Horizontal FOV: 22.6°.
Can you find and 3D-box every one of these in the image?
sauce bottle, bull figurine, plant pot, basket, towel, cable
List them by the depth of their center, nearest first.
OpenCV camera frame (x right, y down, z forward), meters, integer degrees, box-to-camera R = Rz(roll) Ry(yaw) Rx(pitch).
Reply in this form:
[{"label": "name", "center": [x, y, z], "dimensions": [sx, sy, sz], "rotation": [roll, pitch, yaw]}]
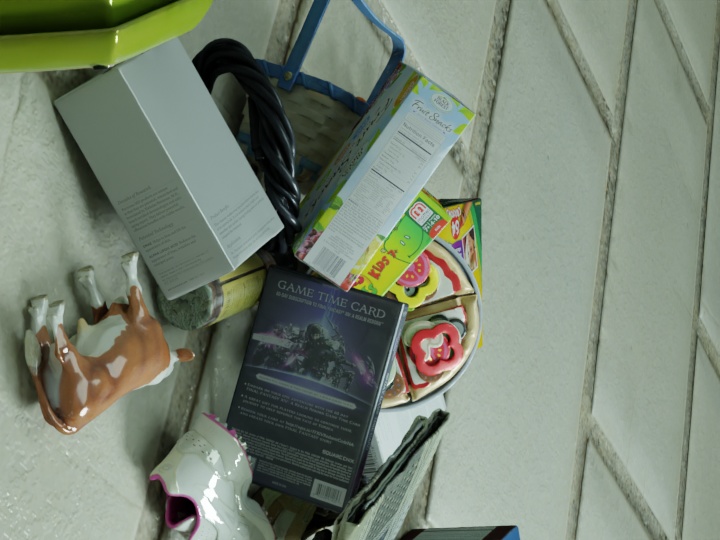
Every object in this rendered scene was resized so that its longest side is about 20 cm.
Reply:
[{"label": "plant pot", "center": [-0.228, -0.253, 1.377], "dimensions": [0.200, 0.199, 0.182], "rotation": [-41, 127, -61]}, {"label": "bull figurine", "center": [-0.209, 0.060, 1.488], "dimensions": [0.200, 0.065, 0.122], "rotation": [-45, 120, -62]}, {"label": "cable", "center": [-0.111, -0.111, 1.639], "dimensions": [0.051, 0.163, 0.200], "rotation": [-17, 112, -29]}, {"label": "towel", "center": [0.004, 0.233, 1.660], "dimensions": [0.193, 0.035, 0.200], "rotation": [-43, 161, -47]}, {"label": "sauce bottle", "center": [-0.118, 0.009, 1.694], "dimensions": [0.200, 0.065, 0.065], "rotation": [-20, 102, -64]}, {"label": "basket", "center": [-0.033, -0.176, 1.812], "dimensions": [0.200, 0.139, 0.176], "rotation": [-60, 148, -4]}]

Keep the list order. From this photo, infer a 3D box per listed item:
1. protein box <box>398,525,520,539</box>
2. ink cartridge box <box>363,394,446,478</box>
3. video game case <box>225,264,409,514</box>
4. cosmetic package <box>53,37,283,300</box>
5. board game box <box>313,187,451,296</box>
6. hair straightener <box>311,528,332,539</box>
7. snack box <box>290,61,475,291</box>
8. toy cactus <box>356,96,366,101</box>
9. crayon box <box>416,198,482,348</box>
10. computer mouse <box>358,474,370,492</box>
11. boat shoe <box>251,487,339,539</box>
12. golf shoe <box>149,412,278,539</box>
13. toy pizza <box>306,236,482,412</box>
[{"label": "protein box", "center": [0.095, 0.404, 1.971], "dimensions": [0.200, 0.135, 0.199], "rotation": [-22, 104, -65]}, {"label": "ink cartridge box", "center": [0.033, 0.149, 2.005], "dimensions": [0.200, 0.050, 0.109], "rotation": [-45, 123, -61]}, {"label": "video game case", "center": [-0.047, 0.108, 1.658], "dimensions": [0.019, 0.143, 0.200], "rotation": [15, 91, -66]}, {"label": "cosmetic package", "center": [-0.162, -0.090, 1.548], "dimensions": [0.200, 0.081, 0.113], "rotation": [61, 30, -7]}, {"label": "board game box", "center": [0.000, 0.000, 1.758], "dimensions": [0.048, 0.200, 0.102], "rotation": [41, 6, -12]}, {"label": "hair straightener", "center": [-0.048, 0.295, 1.743], "dimensions": [0.041, 0.077, 0.200], "rotation": [54, -8, 16]}, {"label": "snack box", "center": [0.014, -0.091, 1.675], "dimensions": [0.068, 0.200, 0.169], "rotation": [33, 7, -11]}, {"label": "toy cactus", "center": [0.019, -0.112, 2.020], "dimensions": [0.200, 0.102, 0.165], "rotation": [-50, 148, -61]}, {"label": "crayon box", "center": [0.079, 0.014, 1.989], "dimensions": [0.200, 0.058, 0.173], "rotation": [-17, 106, -66]}, {"label": "computer mouse", "center": [-0.059, 0.145, 1.747], "dimensions": [0.200, 0.046, 0.140], "rotation": [60, 11, 21]}, {"label": "boat shoe", "center": [-0.038, 0.230, 1.781], "dimensions": [0.200, 0.076, 0.072], "rotation": [-32, 138, -58]}, {"label": "golf shoe", "center": [-0.134, 0.220, 1.622], "dimensions": [0.092, 0.075, 0.200], "rotation": [-38, 132, -26]}, {"label": "toy pizza", "center": [0.031, 0.052, 1.868], "dimensions": [0.032, 0.200, 0.200], "rotation": [-135, -147, -77]}]
